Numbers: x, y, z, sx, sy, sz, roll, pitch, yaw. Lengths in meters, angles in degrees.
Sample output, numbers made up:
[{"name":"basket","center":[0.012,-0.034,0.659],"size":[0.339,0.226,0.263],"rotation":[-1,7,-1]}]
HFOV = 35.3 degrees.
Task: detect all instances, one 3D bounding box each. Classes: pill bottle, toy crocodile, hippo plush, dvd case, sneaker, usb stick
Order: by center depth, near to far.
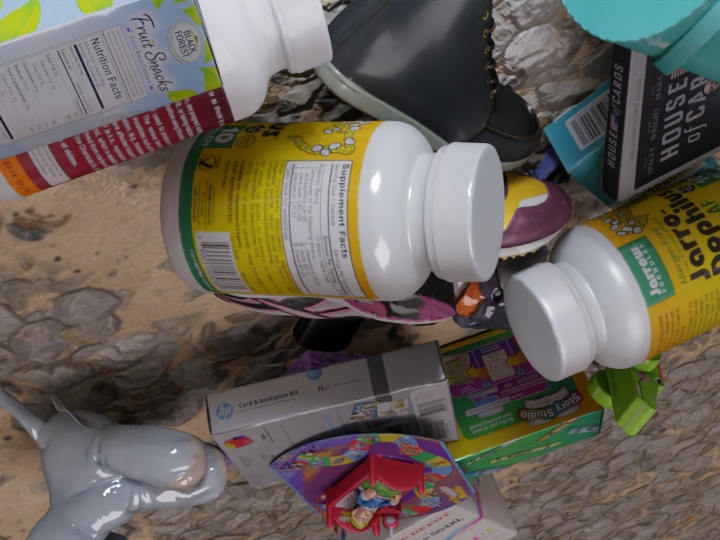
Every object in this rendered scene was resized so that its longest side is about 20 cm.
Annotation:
[{"name":"pill bottle","center":[-0.121,-0.121,0.610],"size":[0.199,0.113,0.113],"rotation":[-19,147,-3]},{"name":"pill bottle","center":[-0.015,-0.038,0.716],"size":[0.199,0.113,0.113],"rotation":[2,153,21]},{"name":"sneaker","center":[0.073,-0.134,0.738],"size":[0.199,0.075,0.106],"rotation":[15,132,-41]},{"name":"sneaker","center":[0.057,-0.064,0.800],"size":[0.198,0.075,0.091],"rotation":[0,125,-7]},{"name":"dvd case","center":[0.262,-0.148,0.815],"size":[0.199,0.025,0.151],"rotation":[-27,139,-17]},{"name":"pill bottle","center":[0.214,0.005,0.856],"size":[0.199,0.113,0.113],"rotation":[-22,148,-14]},{"name":"sneaker","center":[-0.025,0.002,0.867],"size":[0.199,0.081,0.086],"rotation":[12,161,-8]},{"name":"usb stick","center":[0.000,0.000,0.924],"size":[0.055,0.033,0.200],"rotation":[7,138,-24]},{"name":"hippo plush","center":[-0.207,0.205,0.928],"size":[0.158,0.162,0.200],"rotation":[5,163,30]},{"name":"toy crocodile","center":[0.246,0.075,1.045],"size":[0.061,0.200,0.068],"rotation":[22,119,-12]}]

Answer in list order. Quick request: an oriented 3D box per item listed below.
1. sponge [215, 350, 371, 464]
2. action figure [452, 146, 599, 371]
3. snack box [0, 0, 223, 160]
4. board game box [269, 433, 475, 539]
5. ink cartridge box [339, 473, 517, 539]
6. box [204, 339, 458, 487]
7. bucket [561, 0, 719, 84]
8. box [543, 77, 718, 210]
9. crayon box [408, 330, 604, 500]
[{"name":"sponge","center":[-0.047,0.132,1.057],"size":[0.111,0.030,0.200],"rotation":[4,149,-32]},{"name":"action figure","center":[0.150,0.004,0.942],"size":[0.192,0.105,0.201],"rotation":[10,132,-16]},{"name":"snack box","center":[-0.181,-0.128,0.515],"size":[0.199,0.169,0.068],"rotation":[-19,145,-3]},{"name":"board game box","center":[0.015,0.205,1.014],"size":[0.157,0.039,0.200],"rotation":[-11,146,15]},{"name":"ink cartridge box","center":[0.055,0.237,1.203],"size":[0.128,0.126,0.200],"rotation":[-33,146,16]},{"name":"box","center":[-0.018,0.129,0.985],"size":[0.199,0.041,0.156],"rotation":[-15,152,2]},{"name":"bucket","center":[0.209,-0.200,0.621],"size":[0.134,0.208,0.208],"rotation":[5,138,-28]},{"name":"box","center":[0.235,-0.084,0.926],"size":[0.082,0.049,0.200],"rotation":[-37,144,21]},{"name":"crayon box","center":[0.120,0.129,1.095],"size":[0.199,0.119,0.058],"rotation":[-18,147,-6]}]
